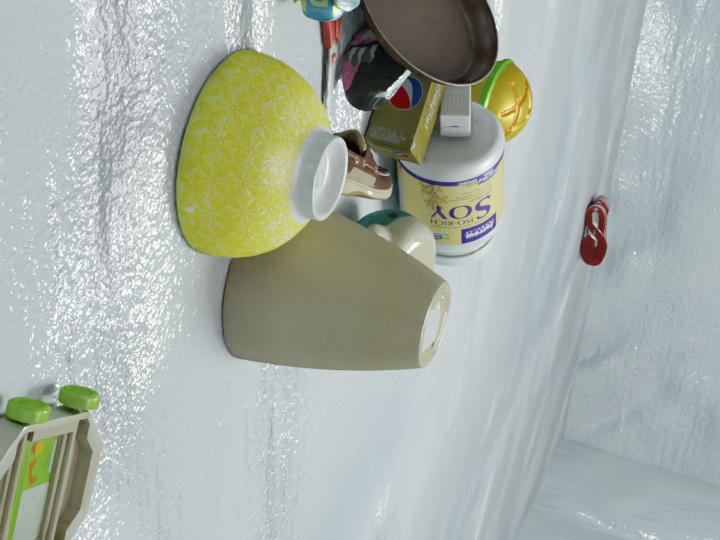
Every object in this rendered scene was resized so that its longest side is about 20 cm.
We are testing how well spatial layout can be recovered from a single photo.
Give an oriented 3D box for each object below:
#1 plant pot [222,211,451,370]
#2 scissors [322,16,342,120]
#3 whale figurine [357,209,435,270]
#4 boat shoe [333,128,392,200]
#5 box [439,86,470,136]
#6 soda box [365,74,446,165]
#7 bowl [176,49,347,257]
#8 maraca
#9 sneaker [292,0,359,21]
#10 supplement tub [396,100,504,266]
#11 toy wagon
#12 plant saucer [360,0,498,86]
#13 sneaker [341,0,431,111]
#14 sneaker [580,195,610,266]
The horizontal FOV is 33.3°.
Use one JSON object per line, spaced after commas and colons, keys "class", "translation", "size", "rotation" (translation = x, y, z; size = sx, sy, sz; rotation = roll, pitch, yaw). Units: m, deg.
{"class": "plant pot", "translation": [-0.013, 0.032, 1.268], "size": [0.187, 0.199, 0.188], "rotation": [16, 90, -72]}
{"class": "scissors", "translation": [-0.027, -0.243, 1.298], "size": [0.200, 0.014, 0.073], "rotation": [85, 26, -44]}
{"class": "whale figurine", "translation": [0.000, 0.000, 1.488], "size": [0.200, 0.104, 0.159], "rotation": [-32, 140, -29]}
{"class": "boat shoe", "translation": [-0.010, -0.124, 1.365], "size": [0.200, 0.072, 0.072], "rotation": [-1, 107, -65]}
{"class": "box", "translation": [0.126, -0.260, 1.596], "size": [0.039, 0.041, 0.201], "rotation": [85, 7, -50]}
{"class": "soda box", "translation": [0.071, -0.239, 1.511], "size": [0.068, 0.064, 0.201], "rotation": [38, 69, -71]}
{"class": "bowl", "translation": [-0.076, -0.097, 1.125], "size": [0.200, 0.107, 0.201], "rotation": [16, 90, -72]}
{"class": "maraca", "translation": [0.212, -0.251, 1.849], "size": [0.138, 0.107, 0.200], "rotation": [-66, 162, 0]}
{"class": "sneaker", "translation": [-0.031, -0.310, 1.129], "size": [0.200, 0.079, 0.131], "rotation": [35, 70, -70]}
{"class": "supplement tub", "translation": [0.123, -0.116, 1.635], "size": [0.200, 0.145, 0.146], "rotation": [82, 29, -49]}
{"class": "toy wagon", "translation": [-0.261, 0.170, 0.909], "size": [0.200, 0.039, 0.156], "rotation": [-4, 109, -70]}
{"class": "plant saucer", "translation": [0.070, -0.288, 1.345], "size": [0.032, 0.200, 0.200], "rotation": [-35, -163, 46]}
{"class": "sneaker", "translation": [0.041, -0.248, 1.396], "size": [0.086, 0.080, 0.200], "rotation": [84, 29, -51]}
{"class": "sneaker", "translation": [0.668, -0.117, 3.358], "size": [0.116, 0.078, 0.201], "rotation": [-52, 153, -47]}
